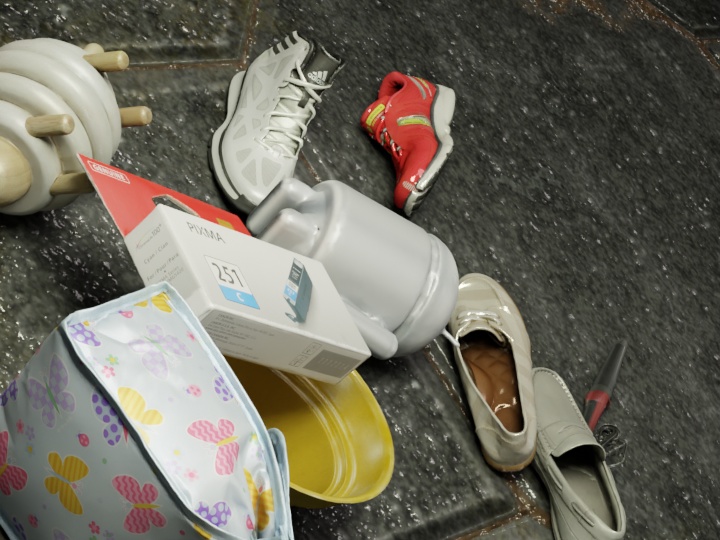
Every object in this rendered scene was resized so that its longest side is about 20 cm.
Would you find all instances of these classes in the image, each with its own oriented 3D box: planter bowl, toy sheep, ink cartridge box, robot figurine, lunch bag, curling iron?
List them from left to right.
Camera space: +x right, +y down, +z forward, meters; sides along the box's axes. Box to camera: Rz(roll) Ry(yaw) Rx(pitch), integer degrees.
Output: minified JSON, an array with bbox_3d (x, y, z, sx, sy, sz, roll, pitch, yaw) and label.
[{"bbox_3d":[-0.238,-0.112,1.352,0.138,0.138,0.200,42,40,-6],"label":"toy sheep"},{"bbox_3d":[-0.140,0.139,1.167,0.127,0.170,0.200,-19,68,-48],"label":"lunch bag"},{"bbox_3d":[-0.097,-0.010,1.307,0.200,0.045,0.176,20,33,-55],"label":"ink cartridge box"},{"bbox_3d":[-0.078,0.114,1.325,0.200,0.083,0.201,33,27,-20],"label":"planter bowl"},{"bbox_3d":[0.000,0.000,1.508,0.200,0.113,0.170,29,39,-23],"label":"robot figurine"},{"bbox_3d":[0.234,0.125,1.703,0.049,0.026,0.200,8,31,10],"label":"curling iron"}]

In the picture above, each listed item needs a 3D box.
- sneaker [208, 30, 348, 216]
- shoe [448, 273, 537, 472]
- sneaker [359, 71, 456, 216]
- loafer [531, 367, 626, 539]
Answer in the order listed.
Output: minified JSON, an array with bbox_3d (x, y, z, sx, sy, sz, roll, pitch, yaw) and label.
[{"bbox_3d":[-0.069,-0.140,1.575,0.076,0.115,0.201,28,38,-25],"label":"sneaker"},{"bbox_3d":[0.119,0.079,1.585,0.070,0.053,0.200,-12,55,0],"label":"shoe"},{"bbox_3d":[0.038,-0.124,1.727,0.085,0.077,0.200,24,32,-12],"label":"sneaker"},{"bbox_3d":[0.186,0.164,1.572,0.070,0.070,0.200,2,51,-28],"label":"loafer"}]
